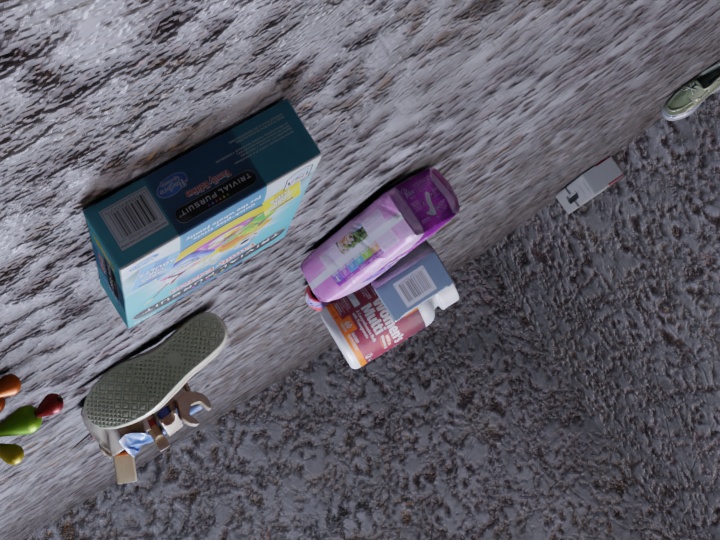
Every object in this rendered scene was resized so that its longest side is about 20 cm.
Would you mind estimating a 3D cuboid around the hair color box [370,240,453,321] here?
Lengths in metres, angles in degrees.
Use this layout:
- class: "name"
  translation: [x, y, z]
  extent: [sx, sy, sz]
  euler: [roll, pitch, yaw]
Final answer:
- class: "hair color box"
  translation: [0.057, -0.008, 1.468]
  extent: [0.099, 0.061, 0.200]
  euler: [-33, -160, 1]

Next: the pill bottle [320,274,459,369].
- class: "pill bottle"
  translation: [0.046, 0.058, 1.582]
  extent: [0.199, 0.110, 0.110]
  euler: [-31, 175, -3]

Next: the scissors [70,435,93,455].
- class: "scissors"
  translation: [-0.442, 0.271, 1.692]
  extent: [0.199, 0.014, 0.073]
  euler: [-35, 177, 27]

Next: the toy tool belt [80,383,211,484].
- class: "toy tool belt"
  translation: [-0.265, 0.186, 1.370]
  extent: [0.199, 0.123, 0.125]
  euler: [-32, 175, -13]

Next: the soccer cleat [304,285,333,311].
- class: "soccer cleat"
  translation: [0.000, 0.000, 1.616]
  extent: [0.199, 0.067, 0.076]
  euler: [-31, 170, 1]

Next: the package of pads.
- class: "package of pads"
  translation: [0.025, -0.042, 1.306]
  extent: [0.200, 0.076, 0.120]
  euler: [-38, 176, 41]

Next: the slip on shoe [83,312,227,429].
- class: "slip on shoe"
  translation: [-0.245, 0.123, 1.241]
  extent: [0.199, 0.074, 0.061]
  euler: [-38, 178, -5]

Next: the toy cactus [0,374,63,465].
- class: "toy cactus"
  translation: [-0.364, 0.167, 0.886]
  extent: [0.164, 0.103, 0.200]
  euler: [-25, -172, 29]

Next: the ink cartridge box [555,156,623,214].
- class: "ink cartridge box"
  translation: [0.772, -0.287, 3.455]
  extent: [0.144, 0.084, 0.200]
  euler: [-32, 175, -22]

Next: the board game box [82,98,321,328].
- class: "board game box"
  translation: [-0.115, -0.032, 0.733]
  extent: [0.150, 0.047, 0.200]
  euler: [-32, 174, -16]

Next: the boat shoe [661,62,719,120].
- class: "boat shoe"
  translation: [0.836, -0.453, 2.546]
  extent: [0.199, 0.072, 0.062]
  euler: [-37, 150, 5]
